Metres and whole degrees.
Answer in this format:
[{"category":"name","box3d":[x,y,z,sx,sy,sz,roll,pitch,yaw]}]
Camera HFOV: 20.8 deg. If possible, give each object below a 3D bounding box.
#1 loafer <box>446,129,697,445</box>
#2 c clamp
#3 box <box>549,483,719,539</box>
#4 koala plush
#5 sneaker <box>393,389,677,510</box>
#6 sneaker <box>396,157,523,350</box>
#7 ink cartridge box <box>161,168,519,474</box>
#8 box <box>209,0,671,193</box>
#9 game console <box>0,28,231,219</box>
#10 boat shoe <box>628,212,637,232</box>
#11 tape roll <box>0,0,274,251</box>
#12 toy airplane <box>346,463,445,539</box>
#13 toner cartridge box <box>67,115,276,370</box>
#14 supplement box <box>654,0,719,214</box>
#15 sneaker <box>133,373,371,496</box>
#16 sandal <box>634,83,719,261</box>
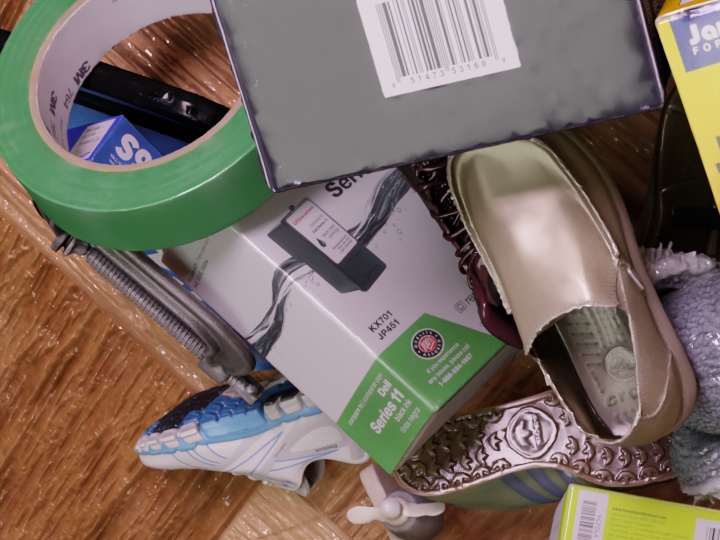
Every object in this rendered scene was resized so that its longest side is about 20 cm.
[{"category":"loafer","box3d":[0.107,0.004,0.998,0.076,0.068,0.200,-30,95,27]},{"category":"c clamp","box3d":[-0.133,0.019,1.238,0.200,0.027,0.171,42,168,-9]},{"category":"box","box3d":[0.175,0.165,1.157,0.122,0.200,0.048,10,80,5]},{"category":"koala plush","box3d":[0.227,0.032,1.045,0.200,0.184,0.178,-17,103,34]},{"category":"sneaker","box3d":[0.124,0.113,1.238,0.200,0.090,0.067,-7,76,8]},{"category":"sneaker","box3d":[0.071,-0.033,1.093,0.076,0.116,0.200,-36,94,15]},{"category":"ink cartridge box","box3d":[0.000,0.000,1.195,0.200,0.147,0.083,41,142,9]},{"category":"box","box3d":[0.052,-0.143,0.983,0.199,0.198,0.124,-11,107,18]},{"category":"game console","box3d":[-0.164,-0.072,1.296,0.200,0.176,0.117,19,91,23]},{"category":"boat shoe","box3d":[0.081,-0.068,1.180,0.200,0.072,0.062,41,107,2]},{"category":"tape roll","box3d":[-0.118,-0.109,1.152,0.200,0.201,0.048,14,155,26]},{"category":"toy airplane","box3d":[0.064,0.234,1.261,0.200,0.199,0.141,36,123,-10]},{"category":"toner cartridge box","box3d":[-0.124,-0.013,1.284,0.200,0.043,0.095,46,151,-25]},{"category":"supplement box","box3d":[0.221,-0.110,0.960,0.109,0.200,0.110,-17,104,20]},{"category":"sneaker","box3d":[-0.073,0.124,1.364,0.200,0.075,0.087,-15,111,37]},{"category":"sandal","box3d":[0.188,-0.023,1.130,0.080,0.054,0.201,7,108,-5]}]
